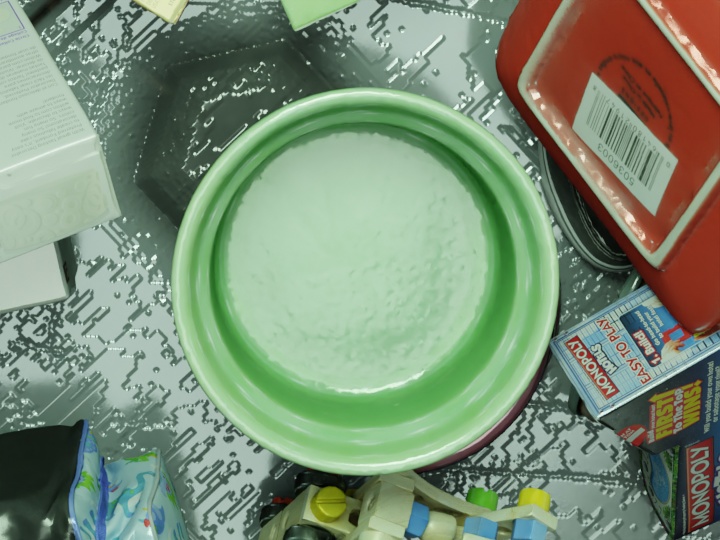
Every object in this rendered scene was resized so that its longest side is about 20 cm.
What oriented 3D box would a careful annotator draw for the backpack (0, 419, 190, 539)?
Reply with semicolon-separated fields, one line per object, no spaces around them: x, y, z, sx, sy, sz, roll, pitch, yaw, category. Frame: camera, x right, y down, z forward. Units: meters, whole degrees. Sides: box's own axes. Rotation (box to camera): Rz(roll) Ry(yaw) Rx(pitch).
-0.158;0.197;1.508;0.147;0.183;0.201;-6;104;-2;backpack

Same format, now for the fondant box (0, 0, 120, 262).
-0.227;-0.076;1.442;0.144;0.200;0.058;-22;130;-11;fondant box

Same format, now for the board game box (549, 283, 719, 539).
0.203;0.054;1.518;0.199;0.062;0.200;-21;142;-13;board game box

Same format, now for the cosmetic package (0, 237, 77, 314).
-0.258;-0.009;1.508;0.199;0.107;0.090;-15;99;-3;cosmetic package

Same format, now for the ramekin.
0.000;0.000;1.457;0.199;0.098;0.201;-1;99;-3;ramekin

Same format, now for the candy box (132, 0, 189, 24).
-0.172;-0.207;1.478;0.200;0.115;0.055;31;95;-8;candy box

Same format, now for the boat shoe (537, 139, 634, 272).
0.135;-0.094;1.542;0.070;0.066;0.201;-5;99;-3;boat shoe

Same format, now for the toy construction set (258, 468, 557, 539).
0.012;0.165;1.540;0.131;0.092;0.200;19;138;-13;toy construction set

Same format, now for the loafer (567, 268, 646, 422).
0.189;0.007;1.552;0.063;0.072;0.200;32;94;18;loafer

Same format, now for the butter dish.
0.190;-0.106;1.430;0.148;0.200;0.200;-25;69;-31;butter dish

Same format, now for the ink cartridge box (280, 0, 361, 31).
0.033;-0.218;1.519;0.200;0.059;0.104;-24;99;0;ink cartridge box

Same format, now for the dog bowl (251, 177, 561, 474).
0.019;0.024;1.549;0.200;0.074;0.201;-1;99;-4;dog bowl
